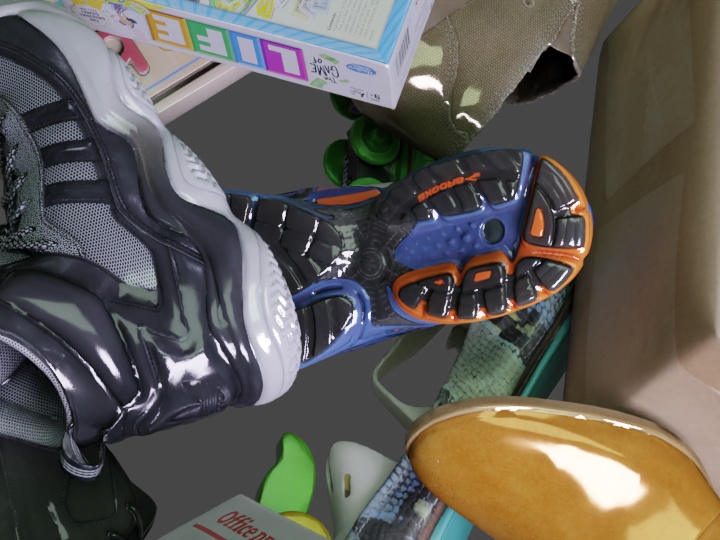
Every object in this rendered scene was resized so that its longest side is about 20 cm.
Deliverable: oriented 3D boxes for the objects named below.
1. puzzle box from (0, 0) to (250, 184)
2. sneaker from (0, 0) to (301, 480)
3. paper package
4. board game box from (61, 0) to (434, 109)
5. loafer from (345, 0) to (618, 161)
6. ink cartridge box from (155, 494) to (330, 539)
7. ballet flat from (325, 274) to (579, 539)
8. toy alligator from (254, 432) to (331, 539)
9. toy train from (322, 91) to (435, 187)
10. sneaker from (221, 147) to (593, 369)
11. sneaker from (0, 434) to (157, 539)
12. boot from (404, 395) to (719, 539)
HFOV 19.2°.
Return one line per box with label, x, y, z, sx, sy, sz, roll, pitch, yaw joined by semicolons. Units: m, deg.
puzzle box;-0.088;-0.131;0.865;0.199;0.025;0.134;-33;85;-9
sneaker;-0.117;-0.014;0.762;0.113;0.076;0.200;-28;64;-29
paper package;0.186;0.000;0.839;0.189;0.103;0.201;24;54;-20
board game box;-0.019;-0.171;0.824;0.133;0.034;0.201;16;69;12
loafer;0.070;-0.107;0.877;0.199;0.076;0.068;-35;96;-28
ink cartridge box;-0.059;0.134;0.681;0.199;0.116;0.067;-28;102;-18
ballet flat;0.025;0.071;0.831;0.074;0.074;0.201;33;61;0
toy alligator;-0.036;0.158;0.779;0.054;0.059;0.202;-1;70;-12
toy train;0.019;-0.092;0.902;0.056;0.042;0.202;13;66;-21
sneaker;0.000;0.000;0.816;0.198;0.078;0.076;-6;89;22
sneaker;-0.121;0.107;0.771;0.090;0.076;0.202;10;69;-15
boot;0.101;0.136;0.747;0.200;0.071;0.145;22;52;-18
